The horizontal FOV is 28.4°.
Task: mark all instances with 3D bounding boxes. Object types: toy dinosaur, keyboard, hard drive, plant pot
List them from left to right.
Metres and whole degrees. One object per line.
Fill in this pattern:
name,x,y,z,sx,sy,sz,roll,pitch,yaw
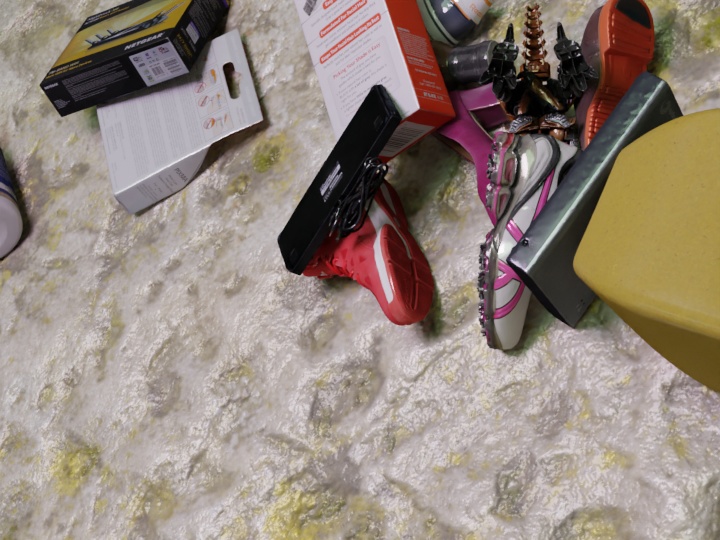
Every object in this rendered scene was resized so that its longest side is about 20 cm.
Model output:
keyboard,-0.012,-0.075,1.384,0.201,0.039,0.105,-57,29,25
toy dinosaur,0.161,-0.160,1.340,0.101,0.136,0.202,-21,64,-2
hard drive,0.214,-0.059,1.240,0.033,0.139,0.201,34,86,32
plant pot,0.290,-0.010,1.137,0.199,0.194,0.197,12,72,43

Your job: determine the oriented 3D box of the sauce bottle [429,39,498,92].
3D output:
sauce bottle,0.055,-0.206,1.484,0.198,0.065,0.065,-5,62,31

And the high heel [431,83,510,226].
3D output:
high heel,0.104,-0.102,1.385,0.095,0.067,0.202,-19,52,18

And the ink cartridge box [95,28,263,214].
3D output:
ink cartridge box,-0.208,-0.177,1.669,0.198,0.047,0.161,-25,52,9

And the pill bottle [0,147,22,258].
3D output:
pill bottle,-0.494,-0.112,1.776,0.111,0.111,0.201,-36,50,12

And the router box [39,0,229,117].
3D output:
router box,-0.271,-0.274,1.715,0.198,0.052,0.158,-14,35,27

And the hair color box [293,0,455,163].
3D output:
hair color box,0.011,-0.219,1.431,0.110,0.064,0.202,-31,67,36

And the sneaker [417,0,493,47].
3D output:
sneaker,0.083,-0.333,1.528,0.079,0.078,0.202,-34,62,20

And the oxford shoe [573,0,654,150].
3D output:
oxford shoe,0.233,-0.157,1.347,0.072,0.070,0.202,-22,53,63

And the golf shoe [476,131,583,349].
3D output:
golf shoe,0.151,-0.021,1.273,0.091,0.073,0.203,6,108,1

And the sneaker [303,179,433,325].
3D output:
sneaker,0.000,0.000,1.412,0.115,0.078,0.201,-38,38,22
